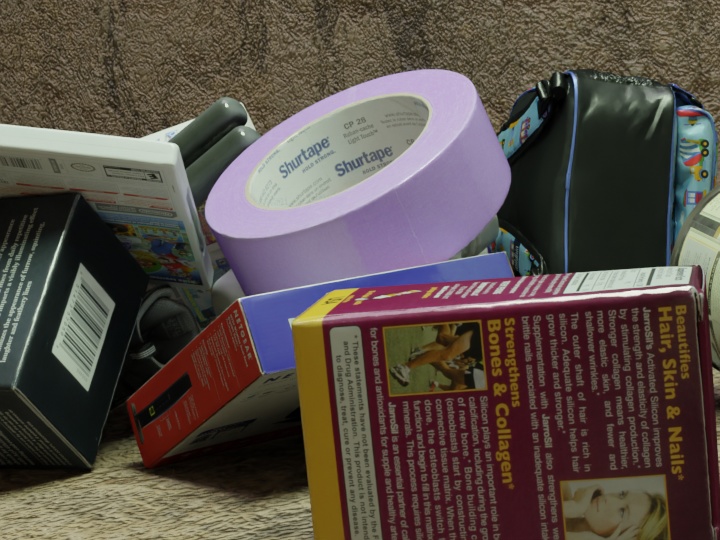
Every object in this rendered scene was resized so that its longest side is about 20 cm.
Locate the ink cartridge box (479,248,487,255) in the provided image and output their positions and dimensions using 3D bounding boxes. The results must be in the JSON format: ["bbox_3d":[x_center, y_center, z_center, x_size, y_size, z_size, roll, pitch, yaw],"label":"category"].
[{"bbox_3d":[0.151,0.000,1.673,0.144,0.088,0.200,-10,6,-27],"label":"ink cartridge box"}]

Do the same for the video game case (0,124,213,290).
[{"bbox_3d":[-0.179,-0.040,1.293,0.142,0.018,0.200,6,-23,5],"label":"video game case"}]

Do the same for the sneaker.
[{"bbox_3d":[-0.163,0.056,1.406,0.113,0.076,0.200,-27,8,13],"label":"sneaker"}]

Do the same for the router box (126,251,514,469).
[{"bbox_3d":[-0.023,0.057,1.215,0.198,0.049,0.179,-10,-17,-32],"label":"router box"}]

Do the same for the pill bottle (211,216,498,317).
[{"bbox_3d":[0.000,0.000,1.396,0.199,0.113,0.112,-37,18,-19],"label":"pill bottle"}]

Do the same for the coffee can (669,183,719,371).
[{"bbox_3d":[0.278,0.016,1.178,0.145,0.148,0.200,-6,7,-1],"label":"coffee can"}]

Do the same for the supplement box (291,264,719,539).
[{"bbox_3d":[0.075,0.071,0.960,0.198,0.132,0.103,-4,7,11],"label":"supplement box"}]

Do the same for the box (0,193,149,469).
[{"bbox_3d":[-0.263,0.043,1.286,0.198,0.150,0.107,-2,-34,25],"label":"box"}]

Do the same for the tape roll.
[{"bbox_3d":[-0.002,-0.054,1.292,0.198,0.066,0.201,-21,26,11],"label":"tape roll"}]

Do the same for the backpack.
[{"bbox_3d":[0.166,-0.051,1.429,0.133,0.185,0.200,3,-1,-11],"label":"backpack"}]

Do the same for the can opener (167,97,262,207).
[{"bbox_3d":[-0.148,-0.045,1.413,0.199,0.054,0.067,-38,-23,14],"label":"can opener"}]

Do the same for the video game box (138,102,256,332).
[{"bbox_3d":[-0.137,-0.017,1.495,0.181,0.201,0.047,-17,41,10],"label":"video game box"}]
